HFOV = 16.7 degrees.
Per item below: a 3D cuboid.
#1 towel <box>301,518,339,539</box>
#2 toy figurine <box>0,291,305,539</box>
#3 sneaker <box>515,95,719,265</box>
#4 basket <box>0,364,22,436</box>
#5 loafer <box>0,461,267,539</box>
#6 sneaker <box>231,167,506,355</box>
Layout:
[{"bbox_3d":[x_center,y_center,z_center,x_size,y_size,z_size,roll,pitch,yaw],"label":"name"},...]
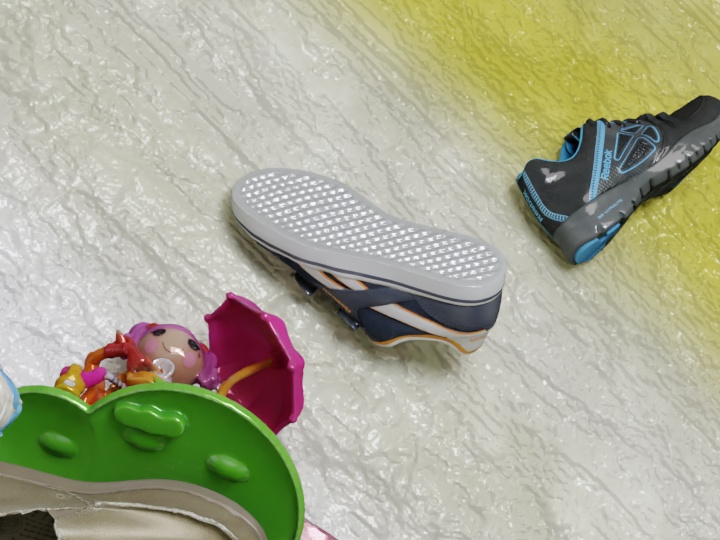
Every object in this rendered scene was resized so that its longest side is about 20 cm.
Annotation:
[{"bbox_3d":[-0.063,0.234,1.501,0.144,0.023,0.201,32,53,-4],"label":"towel"},{"bbox_3d":[-0.112,0.083,1.508,0.199,0.151,0.184,18,30,3],"label":"toy figurine"},{"bbox_3d":[0.196,-0.087,1.786,0.082,0.073,0.200,48,52,9],"label":"sneaker"},{"bbox_3d":[-0.278,0.070,1.325,0.139,0.176,0.200,53,9,19],"label":"basket"},{"bbox_3d":[-0.153,0.161,1.407,0.198,0.077,0.068,7,29,1],"label":"loafer"},{"bbox_3d":[0.000,0.000,1.644,0.199,0.080,0.078,23,43,19],"label":"sneaker"}]
